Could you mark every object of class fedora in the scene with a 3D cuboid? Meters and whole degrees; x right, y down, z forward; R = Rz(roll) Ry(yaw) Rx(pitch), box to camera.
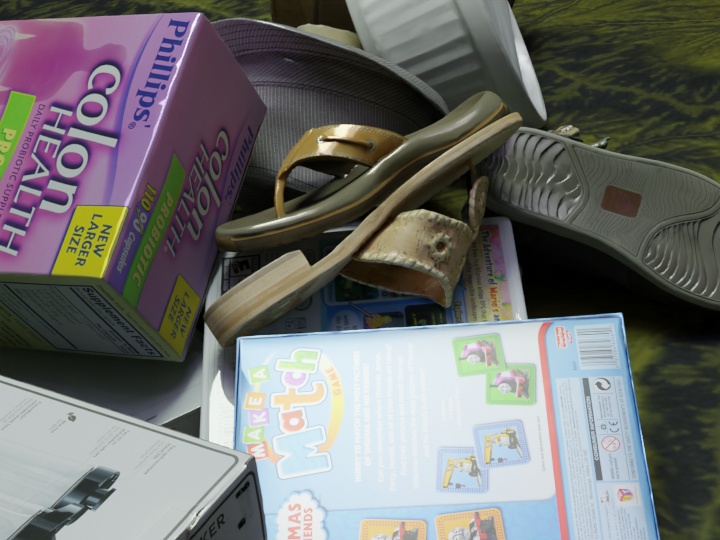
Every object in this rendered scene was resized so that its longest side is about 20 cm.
[{"bbox_3d":[-0.035,-0.081,0.898,0.200,0.090,0.177,21,-20,-33],"label":"fedora"}]

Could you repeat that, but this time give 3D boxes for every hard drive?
[{"bbox_3d":[-0.166,0.056,0.813,0.132,0.026,0.200,-24,36,-26],"label":"hard drive"}]

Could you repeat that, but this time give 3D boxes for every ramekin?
[{"bbox_3d":[0.059,-0.183,1.010,0.094,0.202,0.202,-23,28,15],"label":"ramekin"}]

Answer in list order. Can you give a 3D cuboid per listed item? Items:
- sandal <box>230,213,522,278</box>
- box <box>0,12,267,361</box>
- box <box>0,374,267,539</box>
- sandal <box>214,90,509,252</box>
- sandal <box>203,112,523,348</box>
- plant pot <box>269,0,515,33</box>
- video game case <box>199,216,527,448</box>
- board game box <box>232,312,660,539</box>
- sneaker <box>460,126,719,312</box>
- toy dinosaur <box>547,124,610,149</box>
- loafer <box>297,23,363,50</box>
[{"bbox_3d":[0.002,-0.002,0.859,0.202,0.050,0.082,8,18,10],"label":"sandal"},{"bbox_3d":[-0.182,-0.051,0.795,0.200,0.097,0.176,4,62,24],"label":"box"},{"bbox_3d":[-0.155,0.112,0.603,0.200,0.060,0.117,12,36,26],"label":"box"},{"bbox_3d":[-0.003,-0.066,0.790,0.200,0.054,0.080,-30,11,-18],"label":"sandal"},{"bbox_3d":[0.020,-0.002,0.745,0.212,0.078,0.070,-33,82,-14],"label":"sandal"},{"bbox_3d":[0.042,-0.263,1.167,0.174,0.200,0.200,25,40,15],"label":"plant pot"},{"bbox_3d":[0.004,0.054,0.741,0.182,0.024,0.200,-5,47,2],"label":"video game case"},{"bbox_3d":[0.037,0.095,0.659,0.200,0.037,0.151,-3,51,3],"label":"board game box"},{"bbox_3d":[0.160,-0.025,0.846,0.200,0.106,0.075,25,77,4],"label":"sneaker"},{"bbox_3d":[0.132,-0.075,0.924,0.088,0.048,0.200,14,10,24],"label":"toy dinosaur"},{"bbox_3d":[-0.030,-0.152,1.024,0.076,0.068,0.200,8,7,-11],"label":"loafer"}]
